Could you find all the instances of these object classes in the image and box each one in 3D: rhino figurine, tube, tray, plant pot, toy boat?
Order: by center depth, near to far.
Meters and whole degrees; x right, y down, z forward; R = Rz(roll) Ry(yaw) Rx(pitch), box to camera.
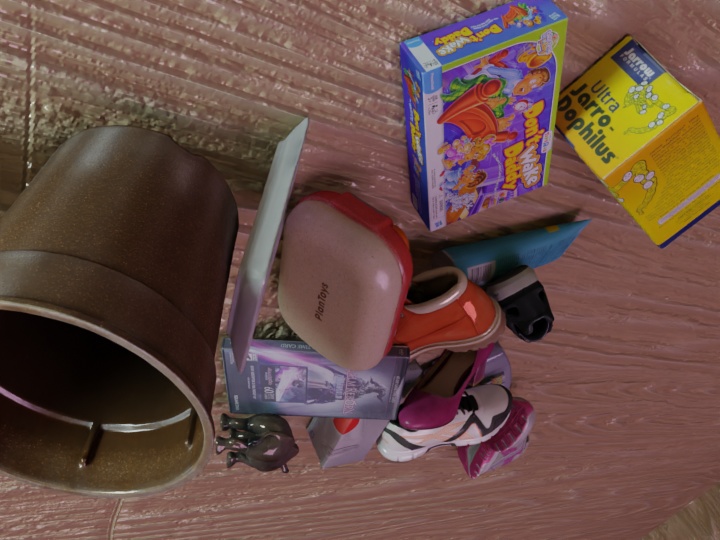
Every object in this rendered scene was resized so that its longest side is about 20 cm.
[{"bbox_3d":[-0.176,0.018,0.540,0.199,0.199,0.201,4,135,4],"label":"plant pot"},{"bbox_3d":[-0.074,-0.028,0.618,0.022,0.200,0.108,14,134,-5],"label":"tray"},{"bbox_3d":[0.000,0.000,0.768,0.131,0.130,0.200,-41,156,-37],"label":"toy boat"},{"bbox_3d":[0.178,-0.018,0.912,0.199,0.051,0.077,-13,157,-27],"label":"tube"},{"bbox_3d":[-0.120,0.217,0.963,0.087,0.060,0.200,0,158,0],"label":"rhino figurine"}]

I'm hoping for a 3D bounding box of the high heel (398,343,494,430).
[{"bbox_3d":[0.106,0.120,0.971,0.200,0.067,0.097,-32,131,-54],"label":"high heel"}]

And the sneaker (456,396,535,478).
[{"bbox_3d":[0.235,0.264,1.279,0.088,0.082,0.200,-9,148,-28],"label":"sneaker"}]

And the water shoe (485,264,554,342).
[{"bbox_3d":[0.185,0.052,0.929,0.071,0.079,0.200,-27,167,5],"label":"water shoe"}]

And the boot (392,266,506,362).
[{"bbox_3d":[0.045,0.049,0.854,0.199,0.075,0.107,-18,142,26],"label":"boot"}]

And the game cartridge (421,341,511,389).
[{"bbox_3d":[0.155,0.176,1.146,0.133,0.041,0.200,-25,145,-12],"label":"game cartridge"}]

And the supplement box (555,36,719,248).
[{"bbox_3d":[0.293,-0.123,0.804,0.109,0.109,0.200,-41,143,16],"label":"supplement box"}]

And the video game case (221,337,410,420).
[{"bbox_3d":[-0.051,0.125,0.883,0.199,0.019,0.143,4,142,-2],"label":"video game case"}]

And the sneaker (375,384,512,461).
[{"bbox_3d":[0.119,0.196,1.053,0.199,0.074,0.080,-17,141,-16],"label":"sneaker"}]

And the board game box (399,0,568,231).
[{"bbox_3d":[0.110,-0.137,0.716,0.134,0.045,0.200,-23,144,-9],"label":"board game box"}]

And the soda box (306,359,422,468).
[{"bbox_3d":[0.000,0.169,1.004,0.068,0.064,0.200,-2,136,-33],"label":"soda box"}]
